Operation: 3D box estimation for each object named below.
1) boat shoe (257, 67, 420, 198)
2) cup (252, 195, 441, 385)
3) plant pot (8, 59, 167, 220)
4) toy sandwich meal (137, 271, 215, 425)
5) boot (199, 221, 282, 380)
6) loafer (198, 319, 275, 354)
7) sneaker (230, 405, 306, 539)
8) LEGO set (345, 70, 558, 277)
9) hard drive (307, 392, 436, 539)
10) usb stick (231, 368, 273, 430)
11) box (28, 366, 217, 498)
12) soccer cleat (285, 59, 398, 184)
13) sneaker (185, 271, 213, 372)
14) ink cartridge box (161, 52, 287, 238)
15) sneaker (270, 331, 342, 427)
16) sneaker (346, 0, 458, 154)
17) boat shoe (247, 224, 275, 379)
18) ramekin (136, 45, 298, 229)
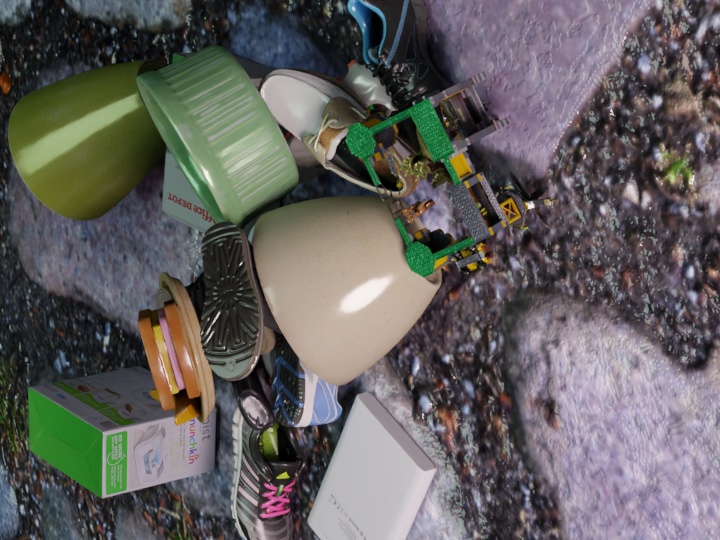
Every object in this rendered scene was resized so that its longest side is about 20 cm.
[{"bbox_3d":[-0.022,-0.146,1.543,0.199,0.068,0.075,31,112,0],"label":"boat shoe"},{"bbox_3d":[0.000,0.000,1.551,0.143,0.200,0.201,-26,75,19],"label":"cup"},{"bbox_3d":[-0.318,-0.188,1.906,0.199,0.187,0.188,-25,77,34],"label":"plant pot"},{"bbox_3d":[-0.227,0.098,1.744,0.205,0.070,0.206,165,90,-75],"label":"toy sandwich meal"},{"bbox_3d":[-0.094,0.052,1.566,0.072,0.200,0.183,-9,66,19],"label":"boot"},{"bbox_3d":[-0.147,0.075,1.701,0.200,0.067,0.076,120,130,-67],"label":"loafer"},{"bbox_3d":[-0.109,0.255,1.797,0.087,0.073,0.201,-6,88,57],"label":"sneaker"},{"bbox_3d":[0.092,-0.101,1.462,0.154,0.116,0.201,-35,86,45],"label":"LEGO set"},{"bbox_3d":[0.010,0.258,1.693,0.132,0.027,0.201,46,130,35],"label":"hard drive"},{"bbox_3d":[-0.134,0.142,1.761,0.056,0.033,0.200,56,179,-14],"label":"usb stick"},{"bbox_3d":[-0.316,0.207,1.957,0.199,0.176,0.097,19,111,46],"label":"box"},{"bbox_3d":[-0.025,-0.148,1.627,0.200,0.069,0.078,-48,64,40],"label":"soccer cleat"},{"bbox_3d":[-0.196,0.036,1.838,0.080,0.074,0.201,18,116,3],"label":"sneaker"},{"bbox_3d":[-0.163,-0.150,1.777,0.146,0.083,0.201,26,115,44],"label":"ink cartridge box"},{"bbox_3d":[-0.058,0.084,1.709,0.076,0.077,0.201,-12,71,49],"label":"sneaker"},{"bbox_3d":[0.041,-0.200,1.524,0.073,0.082,0.201,-29,76,47],"label":"sneaker"},{"bbox_3d":[-0.106,0.037,1.765,0.066,0.070,0.201,4,107,62],"label":"boat shoe"},{"bbox_3d":[-0.150,-0.145,1.594,0.201,0.097,0.200,56,171,14],"label":"ramekin"}]
